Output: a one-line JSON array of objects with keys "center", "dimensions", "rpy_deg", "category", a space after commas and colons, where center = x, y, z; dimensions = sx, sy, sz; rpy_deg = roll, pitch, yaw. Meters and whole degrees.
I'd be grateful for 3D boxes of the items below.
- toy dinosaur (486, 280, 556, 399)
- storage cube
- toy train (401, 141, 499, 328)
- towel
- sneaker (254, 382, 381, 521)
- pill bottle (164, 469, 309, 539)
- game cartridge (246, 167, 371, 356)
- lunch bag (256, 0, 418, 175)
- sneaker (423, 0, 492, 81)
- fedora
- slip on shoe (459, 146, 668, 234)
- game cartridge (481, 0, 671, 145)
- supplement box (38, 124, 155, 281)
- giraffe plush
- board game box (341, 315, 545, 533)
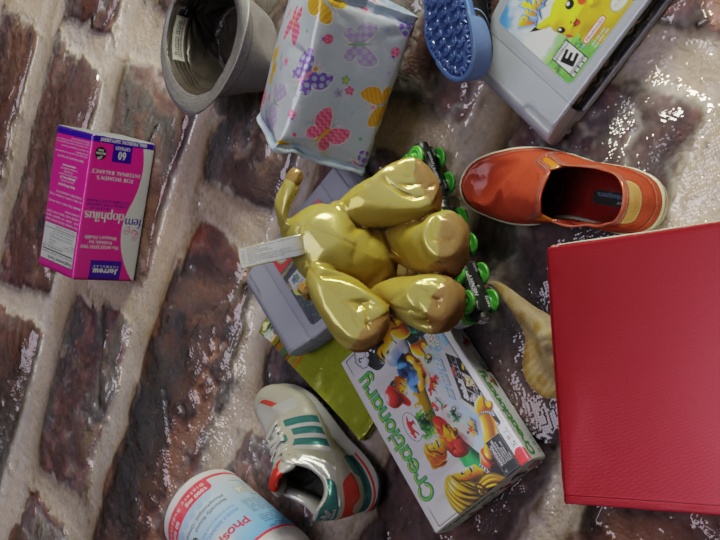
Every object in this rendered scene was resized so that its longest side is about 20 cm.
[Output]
[{"center": [0.172, 0.059, 0.759], "dimensions": [0.101, 0.058, 0.200], "rpy_deg": [-51, 57, 30], "category": "toy dinosaur"}, {"center": [0.252, 0.066, 0.609], "dimensions": [0.199, 0.171, 0.181], "rpy_deg": [-10, 80, 42], "category": "storage cube"}, {"center": [0.080, -0.033, 0.852], "dimensions": [0.056, 0.042, 0.201], "rpy_deg": [-45, 54, 48], "category": "toy train"}, {"center": [-0.040, 0.094, 0.979], "dimensions": [0.200, 0.018, 0.086], "rpy_deg": [42, 116, 35], "category": "towel"}, {"center": [-0.070, 0.193, 0.945], "dimensions": [0.200, 0.093, 0.071], "rpy_deg": [40, 123, 35], "category": "sneaker"}, {"center": [-0.123, 0.315, 0.983], "dimensions": [0.200, 0.108, 0.109], "rpy_deg": [26, 105, 40], "category": "pill bottle"}, {"center": [-0.037, -0.007, 0.960], "dimensions": [0.200, 0.041, 0.133], "rpy_deg": [-49, 62, 23], "category": "game cartridge"}, {"center": [-0.032, -0.213, 0.912], "dimensions": [0.200, 0.127, 0.170], "rpy_deg": [-125, 51, -63], "category": "lunch bag"}, {"center": [0.097, -0.258, 0.814], "dimensions": [0.070, 0.078, 0.201], "rpy_deg": [-47, 49, 51], "category": "sneaker"}, {"center": [-0.160, -0.270, 1.058], "dimensions": [0.200, 0.090, 0.177], "rpy_deg": [47, 117, 41], "category": "fedora"}, {"center": [0.165, -0.071, 0.770], "dimensions": [0.200, 0.061, 0.074], "rpy_deg": [15, 100, 43], "category": "slip on shoe"}, {"center": [0.188, -0.229, 0.775], "dimensions": [0.200, 0.040, 0.133], "rpy_deg": [-55, 51, 26], "category": "game cartridge"}, {"center": [-0.372, -0.093, 1.237], "dimensions": [0.103, 0.101, 0.201], "rpy_deg": [18, 101, 41], "category": "supplement box"}, {"center": [0.000, 0.000, 0.825], "dimensions": [0.199, 0.162, 0.173], "rpy_deg": [3, 76, 5], "category": "giraffe plush"}, {"center": [0.074, 0.132, 0.853], "dimensions": [0.126, 0.035, 0.200], "rpy_deg": [-46, 59, 24], "category": "board game box"}]
